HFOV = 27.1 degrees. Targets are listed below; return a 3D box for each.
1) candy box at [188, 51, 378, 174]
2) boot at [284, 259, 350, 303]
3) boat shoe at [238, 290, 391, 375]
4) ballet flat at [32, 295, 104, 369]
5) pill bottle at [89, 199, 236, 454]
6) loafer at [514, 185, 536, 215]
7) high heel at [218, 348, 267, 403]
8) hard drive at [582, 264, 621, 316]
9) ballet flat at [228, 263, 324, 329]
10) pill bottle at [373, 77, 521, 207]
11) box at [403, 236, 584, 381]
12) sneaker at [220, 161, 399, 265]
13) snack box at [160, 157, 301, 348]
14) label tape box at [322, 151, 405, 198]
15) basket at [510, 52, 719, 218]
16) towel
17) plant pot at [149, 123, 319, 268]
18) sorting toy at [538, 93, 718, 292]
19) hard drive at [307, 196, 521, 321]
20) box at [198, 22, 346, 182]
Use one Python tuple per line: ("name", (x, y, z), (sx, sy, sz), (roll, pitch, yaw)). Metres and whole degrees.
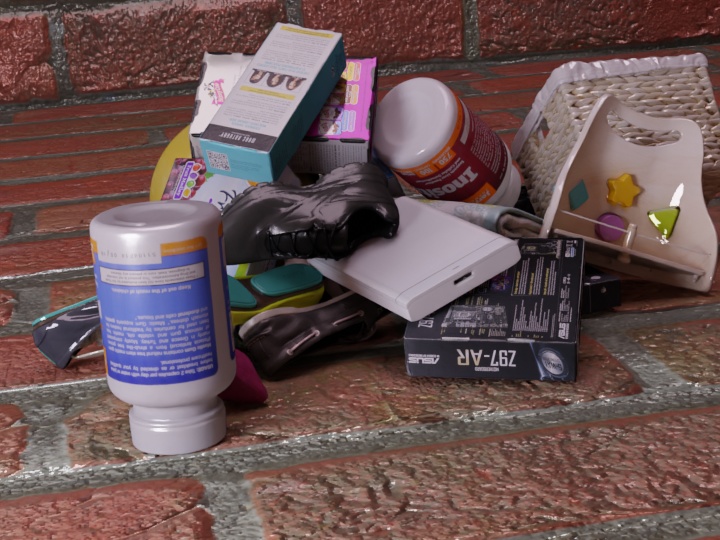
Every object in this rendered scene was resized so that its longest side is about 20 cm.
("candy box", (-0.083, -0.175, 1.666), (0.199, 0.061, 0.137), (3, 50, 3))
("boot", (0.000, 0.000, 1.620), (0.070, 0.200, 0.146), (-27, 29, 46))
("boat shoe", (-0.032, 0.061, 1.491), (0.200, 0.057, 0.067), (-13, -23, -40))
("ballet flat", (-0.232, 0.040, 1.509), (0.200, 0.073, 0.073), (-28, 18, -7))
("pill bottle", (-0.164, 0.048, 1.264), (0.112, 0.201, 0.112), (-3, 15, 1))
("loafer", (0.230, -0.069, 1.867), (0.200, 0.072, 0.063), (-11, 19, -35))
("high heel", (-0.156, 0.097, 1.426), (0.067, 0.096, 0.200), (-52, 15, -11))
("hard drive", (0.155, 0.026, 1.581), (0.199, 0.038, 0.140), (-10, 15, -23))
("ballet flat", (-0.117, 0.036, 1.467), (0.200, 0.067, 0.067), (-6, 38, -46))
("pill bottle", (0.106, -0.133, 1.749), (0.113, 0.113, 0.200), (8, -17, 38))
("box", (0.134, 0.032, 1.445), (0.160, 0.044, 0.200), (0, 30, 10))
("sneaker", (-0.054, -0.045, 1.484), (0.199, 0.076, 0.091), (-20, 44, -11))
("snack box", (-0.158, -0.021, 1.579), (0.142, 0.201, 0.053), (4, -26, 27))
("label tape box", (-0.006, -0.116, 1.770), (0.063, 0.200, 0.144), (-35, 51, -3))
("basket", (0.308, -0.137, 1.777), (0.199, 0.161, 0.198), (-6, -23, -15))
("towel", (0.131, -0.043, 1.711), (0.171, 0.048, 0.200), (4, -7, 35))
("plant pot", (-0.120, -0.060, 1.722), (0.200, 0.201, 0.189), (-11, 32, -24))
("sorting toy", (0.292, -0.090, 1.615), (0.199, 0.181, 0.107), (16, 0, -13))
("hard drive", (0.048, -0.016, 1.478), (0.132, 0.027, 0.200), (-29, 27, -20))
("box", (-0.090, -0.180, 1.594), (0.082, 0.049, 0.200), (13, 51, 20))
